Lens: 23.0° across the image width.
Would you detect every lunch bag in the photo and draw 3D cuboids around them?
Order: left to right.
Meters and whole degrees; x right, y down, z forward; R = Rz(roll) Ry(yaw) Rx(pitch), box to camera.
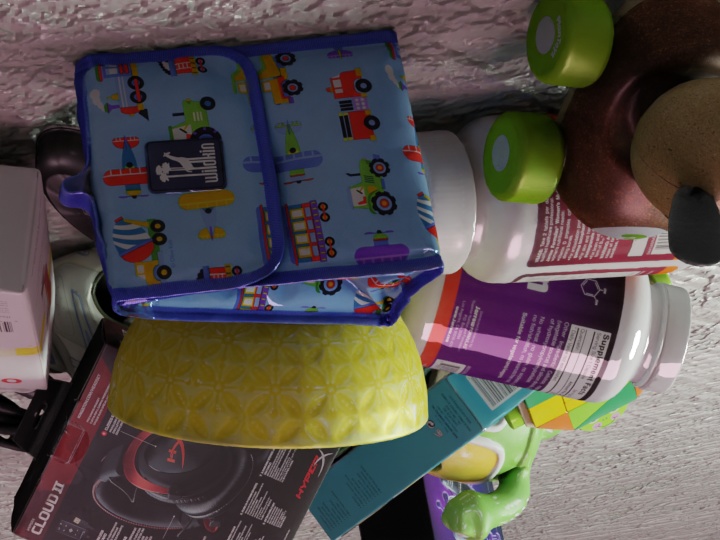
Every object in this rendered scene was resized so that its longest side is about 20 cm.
[{"bbox_3d":[-0.071,-0.049,0.993,0.200,0.151,0.094,-3,158,-21],"label":"lunch bag"}]

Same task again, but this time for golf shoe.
[{"bbox_3d":[-0.165,0.072,1.266,0.097,0.078,0.200,-29,112,17],"label":"golf shoe"}]

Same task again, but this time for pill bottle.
[{"bbox_3d":[0.125,0.028,1.243,0.200,0.113,0.112,12,156,-7],"label":"pill bottle"},{"bbox_3d":[0.120,-0.048,1.156,0.200,0.110,0.110,-3,159,-20],"label":"pill bottle"}]

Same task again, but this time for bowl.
[{"bbox_3d":[-0.054,0.034,1.088,0.200,0.108,0.200,3,-172,-1],"label":"bowl"}]

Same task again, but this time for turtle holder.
[{"bbox_3d":[0.081,0.125,1.494,0.132,0.186,0.141,-1,-174,-33],"label":"turtle holder"}]

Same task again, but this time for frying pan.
[{"bbox_3d":[-0.158,-0.030,1.099,0.115,0.031,0.190,31,154,0],"label":"frying pan"}]

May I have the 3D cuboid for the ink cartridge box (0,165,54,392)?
[{"bbox_3d":[-0.270,0.006,1.107,0.145,0.084,0.200,4,158,-5],"label":"ink cartridge box"}]

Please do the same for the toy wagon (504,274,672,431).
[{"bbox_3d":[0.179,0.073,1.386,0.155,0.040,0.200,-26,139,-1],"label":"toy wagon"}]

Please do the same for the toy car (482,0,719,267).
[{"bbox_3d":[0.189,-0.052,0.998,0.164,0.200,0.158,3,126,-22],"label":"toy car"}]

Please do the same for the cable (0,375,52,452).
[{"bbox_3d":[-0.247,0.097,1.328,0.051,0.163,0.200,-52,149,7],"label":"cable"}]

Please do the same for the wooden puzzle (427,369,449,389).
[{"bbox_3d":[0.146,0.018,1.377,0.185,0.046,0.200,-5,135,-24],"label":"wooden puzzle"}]

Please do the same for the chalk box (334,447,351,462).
[{"bbox_3d":[-0.072,0.109,1.371,0.125,0.124,0.200,-35,173,-14],"label":"chalk box"}]

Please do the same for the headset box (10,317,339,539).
[{"bbox_3d":[-0.138,0.135,1.220,0.200,0.149,0.075,25,-173,-14],"label":"headset box"}]

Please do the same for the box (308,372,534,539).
[{"bbox_3d":[0.041,0.130,1.341,0.082,0.049,0.200,-31,171,-47],"label":"box"}]

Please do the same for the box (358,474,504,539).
[{"bbox_3d":[0.055,0.178,1.606,0.079,0.200,0.141,-20,159,24],"label":"box"}]
